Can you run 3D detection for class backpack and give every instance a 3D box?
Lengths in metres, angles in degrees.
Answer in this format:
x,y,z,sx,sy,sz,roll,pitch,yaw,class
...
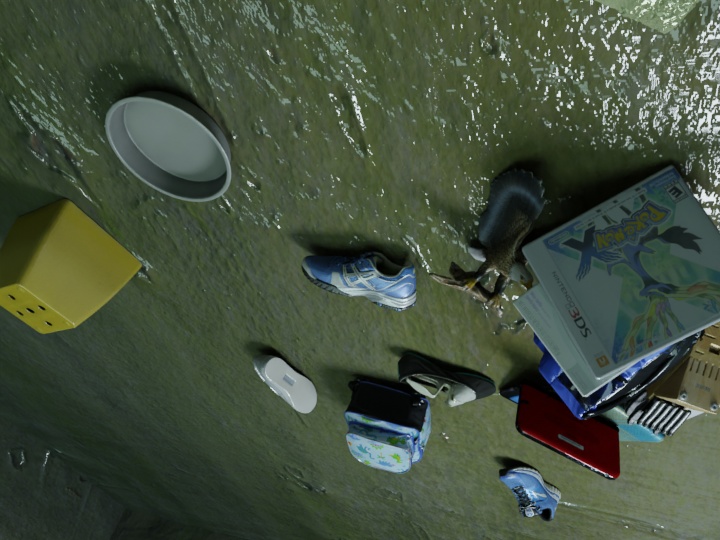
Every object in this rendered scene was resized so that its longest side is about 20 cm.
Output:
x,y,z,sx,sy,sz,roll,pitch,yaw,class
0.058,0.353,1.428,0.183,0.147,0.200,9,146,19,backpack
0.354,0.086,0.903,0.168,0.162,0.200,52,128,16,backpack

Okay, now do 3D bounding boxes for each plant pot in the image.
x,y,z,sx,sy,sz,roll,pitch,yaw,class
-0.593,0.008,1.270,0.200,0.177,0.200,-11,133,36,plant pot

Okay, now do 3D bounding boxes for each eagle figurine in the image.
x,y,z,sx,sy,sz,roll,pitch,yaw,class
0.219,-0.031,0.893,0.152,0.151,0.200,2,131,-52,eagle figurine

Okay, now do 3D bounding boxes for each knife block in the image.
x,y,z,sx,sy,sz,roll,pitch,yaw,class
0.477,0.153,0.996,0.064,0.200,0.176,20,174,-3,knife block

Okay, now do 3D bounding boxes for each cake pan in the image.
x,y,z,sx,sy,sz,roll,pitch,yaw,class
-0.281,-0.187,0.980,0.200,0.037,0.200,14,144,10,cake pan

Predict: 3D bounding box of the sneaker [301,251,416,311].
x,y,z,sx,sy,sz,roll,pitch,yaw,class
0.000,0.000,1.074,0.199,0.076,0.077,13,122,10,sneaker

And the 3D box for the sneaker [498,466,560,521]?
x,y,z,sx,sy,sz,roll,pitch,yaw,class
0.400,0.528,1.538,0.200,0.089,0.078,38,140,-22,sneaker

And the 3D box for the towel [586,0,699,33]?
x,y,z,sx,sy,sz,roll,pitch,yaw,class
0.265,-0.308,0.556,0.148,0.037,0.200,21,144,-2,towel

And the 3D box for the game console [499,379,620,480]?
x,y,z,sx,sy,sz,roll,pitch,yaw,class
0.357,0.298,1.201,0.200,0.173,0.119,27,130,-1,game console

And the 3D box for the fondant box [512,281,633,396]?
x,y,z,sx,sy,sz,roll,pitch,yaw,class
0.312,0.040,0.804,0.200,0.144,0.058,-38,158,9,fondant box

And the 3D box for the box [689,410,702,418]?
x,y,z,sx,sy,sz,roll,pitch,yaw,class
0.490,0.183,1.088,0.200,0.036,0.144,26,144,-5,box

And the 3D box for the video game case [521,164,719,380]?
x,y,z,sx,sy,sz,roll,pitch,yaw,class
0.321,0.002,0.765,0.200,0.183,0.022,-30,161,12,video game case

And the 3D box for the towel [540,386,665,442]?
x,y,z,sx,sy,sz,roll,pitch,yaw,class
0.440,0.263,1.207,0.200,0.022,0.147,34,156,-16,towel

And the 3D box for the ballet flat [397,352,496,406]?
x,y,z,sx,sy,sz,roll,pitch,yaw,class
0.164,0.226,1.276,0.199,0.069,0.068,18,144,4,ballet flat

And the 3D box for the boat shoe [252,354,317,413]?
x,y,z,sx,sy,sz,roll,pitch,yaw,class
-0.174,0.257,1.489,0.068,0.072,0.200,15,157,46,boat shoe
